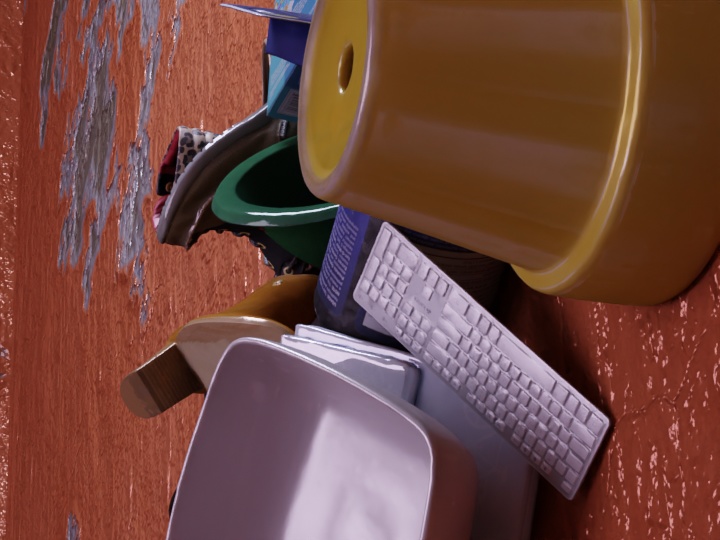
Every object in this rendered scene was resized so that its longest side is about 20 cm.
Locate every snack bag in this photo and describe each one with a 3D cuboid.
[{"bbox_3d":[0.021,0.142,1.243,0.200,0.021,0.189,13,97,36],"label":"snack bag"}]

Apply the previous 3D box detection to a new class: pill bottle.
[{"bbox_3d":[0.034,-0.007,1.301,0.112,0.112,0.200,-109,30,-55],"label":"pill bottle"}]

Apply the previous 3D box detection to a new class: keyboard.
[{"bbox_3d":[0.066,0.048,1.187,0.200,0.011,0.056,42,128,35],"label":"keyboard"}]

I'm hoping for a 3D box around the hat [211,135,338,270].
[{"bbox_3d":[0.000,0.000,1.477,0.200,0.165,0.176,-50,-48,-55],"label":"hat"}]

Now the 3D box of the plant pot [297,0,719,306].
[{"bbox_3d":[0.075,-0.090,1.065,0.201,0.189,0.201,-172,90,-74],"label":"plant pot"}]

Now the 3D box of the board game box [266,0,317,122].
[{"bbox_3d":[-0.018,-0.227,1.496,0.151,0.047,0.200,128,150,-57],"label":"board game box"}]

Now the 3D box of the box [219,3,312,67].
[{"bbox_3d":[0.021,-0.129,1.236,0.121,0.200,0.032,-145,63,-72],"label":"box"}]

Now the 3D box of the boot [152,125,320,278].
[{"bbox_3d":[-0.091,-0.037,1.661,0.200,0.150,0.073,112,157,-45],"label":"boot"}]

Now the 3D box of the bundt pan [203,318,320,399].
[{"bbox_3d":[-0.075,0.124,1.643,0.202,0.076,0.202,-178,90,-70],"label":"bundt pan"}]

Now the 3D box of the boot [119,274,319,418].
[{"bbox_3d":[-0.064,0.039,1.413,0.201,0.144,0.071,-19,103,50],"label":"boot"}]

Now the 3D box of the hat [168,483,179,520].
[{"bbox_3d":[-0.060,0.222,1.369,0.081,0.201,0.201,-48,-9,-38],"label":"hat"}]

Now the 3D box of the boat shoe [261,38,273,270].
[{"bbox_3d":[-0.069,-0.097,1.761,0.072,0.065,0.200,-159,77,-73],"label":"boat shoe"}]

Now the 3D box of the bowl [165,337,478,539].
[{"bbox_3d":[-0.017,0.154,1.201,0.200,0.075,0.200,25,102,44],"label":"bowl"}]

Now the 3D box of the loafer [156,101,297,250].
[{"bbox_3d":[-0.068,-0.079,1.549,0.200,0.070,0.075,-43,-6,-17],"label":"loafer"}]
